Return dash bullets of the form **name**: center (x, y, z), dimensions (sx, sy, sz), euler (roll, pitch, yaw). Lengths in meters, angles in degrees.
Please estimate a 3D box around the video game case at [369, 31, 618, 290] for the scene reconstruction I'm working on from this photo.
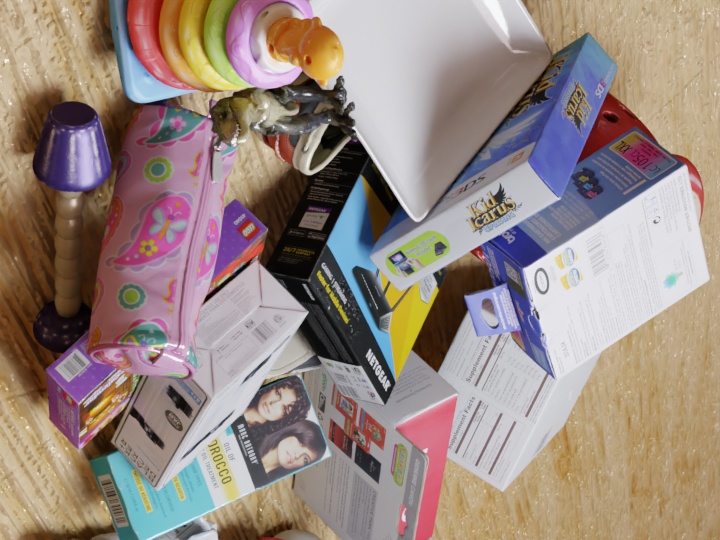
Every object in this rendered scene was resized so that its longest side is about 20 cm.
- **video game case**: center (0.111, -0.091, 1.377), dimensions (0.181, 0.045, 0.201), euler (-30, -160, 39)

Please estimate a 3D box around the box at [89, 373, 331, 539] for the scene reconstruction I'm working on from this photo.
- **box**: center (-0.129, 0.164, 1.457), dimensions (0.199, 0.083, 0.049), euler (-22, 180, -30)

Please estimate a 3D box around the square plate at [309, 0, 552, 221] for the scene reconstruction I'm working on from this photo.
- **square plate**: center (0.045, -0.177, 1.308), dimensions (0.200, 0.028, 0.199), euler (-50, 121, -22)

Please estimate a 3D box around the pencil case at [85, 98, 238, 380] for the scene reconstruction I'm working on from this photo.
- **pencil case**: center (-0.141, -0.024, 1.203), dimensions (0.087, 0.087, 0.202), euler (39, 56, -56)

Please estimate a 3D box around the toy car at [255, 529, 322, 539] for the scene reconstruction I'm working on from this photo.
- **toy car**: center (-0.064, 0.327, 1.611), dimensions (0.175, 0.199, 0.151), euler (-52, 145, -30)

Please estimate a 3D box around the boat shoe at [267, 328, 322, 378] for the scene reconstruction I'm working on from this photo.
- **boat shoe**: center (-0.052, 0.055, 1.497), dimensions (0.199, 0.062, 0.073), euler (-17, 91, -50)

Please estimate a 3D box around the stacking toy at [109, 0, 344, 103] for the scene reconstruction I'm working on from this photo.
- **stacking toy**: center (-0.074, -0.161, 1.113), dimensions (0.109, 0.199, 0.117), euler (-20, 117, -34)

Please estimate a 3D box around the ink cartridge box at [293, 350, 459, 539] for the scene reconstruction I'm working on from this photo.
- **ink cartridge box**: center (0.025, 0.178, 1.580), dimensions (0.083, 0.175, 0.201), euler (-24, 139, -32)

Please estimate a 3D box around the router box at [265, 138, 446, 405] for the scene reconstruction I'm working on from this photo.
- **router box**: center (0.000, 0.000, 1.431), dimensions (0.150, 0.051, 0.200), euler (-64, 148, -25)

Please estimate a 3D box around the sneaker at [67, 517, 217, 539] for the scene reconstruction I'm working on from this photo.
- **sneaker**: center (-0.199, 0.247, 1.486), dimensions (0.115, 0.075, 0.200), euler (-49, 151, -2)

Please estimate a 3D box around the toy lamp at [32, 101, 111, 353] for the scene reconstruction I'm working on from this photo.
- **toy lamp**: center (-0.212, -0.032, 1.217), dimensions (0.058, 0.058, 0.201), euler (-23, 140, -34)

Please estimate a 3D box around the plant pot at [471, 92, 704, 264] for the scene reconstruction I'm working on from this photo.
- **plant pot**: center (0.203, -0.061, 1.553), dimensions (0.200, 0.182, 0.201), euler (-30, 144, -25)

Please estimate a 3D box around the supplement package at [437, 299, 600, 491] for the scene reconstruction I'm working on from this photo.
- **supplement package**: center (0.157, 0.098, 1.658), dimensions (0.200, 0.110, 0.157), euler (-29, 146, -62)

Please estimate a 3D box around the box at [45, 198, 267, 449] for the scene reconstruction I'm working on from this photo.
- **box**: center (-0.159, 0.044, 1.298), dimensions (0.200, 0.039, 0.137), euler (-44, 172, -20)

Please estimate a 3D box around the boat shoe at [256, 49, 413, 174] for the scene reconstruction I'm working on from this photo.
- **boat shoe**: center (0.006, -0.156, 1.340), dimensions (0.200, 0.062, 0.071), euler (-42, 144, -14)

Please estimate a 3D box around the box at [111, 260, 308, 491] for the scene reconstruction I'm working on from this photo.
- **box**: center (-0.125, 0.088, 1.339), dimensions (0.117, 0.060, 0.200), euler (-42, 172, -32)

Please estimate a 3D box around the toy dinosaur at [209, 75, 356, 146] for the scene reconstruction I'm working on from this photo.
- **toy dinosaur**: center (-0.050, -0.117, 1.206), dimensions (0.200, 0.087, 0.048), euler (-35, 125, -79)

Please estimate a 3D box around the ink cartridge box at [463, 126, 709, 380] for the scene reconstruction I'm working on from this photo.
- **ink cartridge box**: center (0.182, -0.005, 1.384), dimensions (0.199, 0.076, 0.137), euler (-33, 131, -13)
